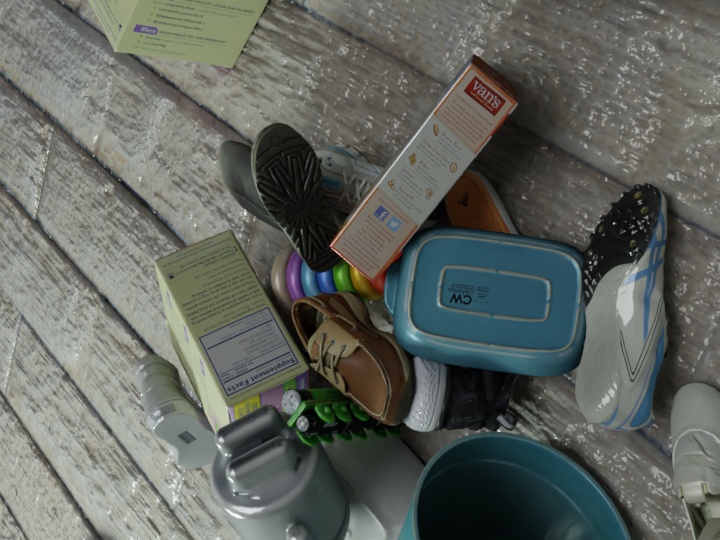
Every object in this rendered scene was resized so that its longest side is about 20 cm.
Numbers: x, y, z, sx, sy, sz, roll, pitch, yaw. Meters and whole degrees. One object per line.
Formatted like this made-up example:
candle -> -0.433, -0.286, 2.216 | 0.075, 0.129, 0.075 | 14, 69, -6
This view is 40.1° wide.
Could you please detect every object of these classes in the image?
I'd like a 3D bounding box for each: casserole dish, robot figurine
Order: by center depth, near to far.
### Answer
casserole dish -> 0.116, 0.023, 0.857 | 0.195, 0.039, 0.124 | 8, 80, 8
robot figurine -> -0.075, 0.218, 0.958 | 0.202, 0.111, 0.171 | 69, 176, -45

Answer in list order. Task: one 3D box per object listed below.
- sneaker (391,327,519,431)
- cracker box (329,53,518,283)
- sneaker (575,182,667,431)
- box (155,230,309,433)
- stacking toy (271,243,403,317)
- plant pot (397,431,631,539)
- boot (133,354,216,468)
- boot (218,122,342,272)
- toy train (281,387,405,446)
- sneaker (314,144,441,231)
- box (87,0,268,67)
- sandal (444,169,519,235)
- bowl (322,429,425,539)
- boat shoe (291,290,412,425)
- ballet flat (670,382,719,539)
sneaker -> 0.089, 0.096, 0.946 | 0.201, 0.111, 0.077 | -103, 28, -66
cracker box -> 0.060, -0.096, 0.891 | 0.057, 0.134, 0.201 | 37, 107, -3
sneaker -> 0.224, 0.031, 0.815 | 0.071, 0.071, 0.205 | 1, 79, 57
box -> -0.142, 0.095, 1.111 | 0.202, 0.095, 0.177 | 58, 160, 29
stacking toy -> 0.000, 0.000, 1.041 | 0.197, 0.085, 0.087 | -10, 85, 39
plant pot -> 0.111, 0.280, 0.861 | 0.201, 0.197, 0.190 | 54, 142, 30
boot -> -0.223, 0.173, 1.225 | 0.201, 0.072, 0.097 | 77, 168, -61
boot -> -0.098, -0.101, 1.035 | 0.200, 0.072, 0.184 | 50, 162, 51
toy train -> -0.009, 0.136, 0.963 | 0.056, 0.199, 0.042 | 47, 108, 27
sneaker -> -0.003, -0.083, 1.027 | 0.198, 0.086, 0.077 | 22, 106, 42
box -> -0.195, -0.355, 1.153 | 0.201, 0.174, 0.098 | -53, 57, 34
sandal -> 0.118, -0.003, 0.920 | 0.079, 0.058, 0.209 | -47, 59, 37
bowl -> -0.004, 0.277, 1.053 | 0.200, 0.074, 0.203 | 43, 123, 37
boat shoe -> -0.015, 0.081, 0.934 | 0.200, 0.072, 0.077 | -134, 55, -59
ballet flat -> 0.276, 0.188, 0.758 | 0.069, 0.069, 0.205 | -22, 76, 44
